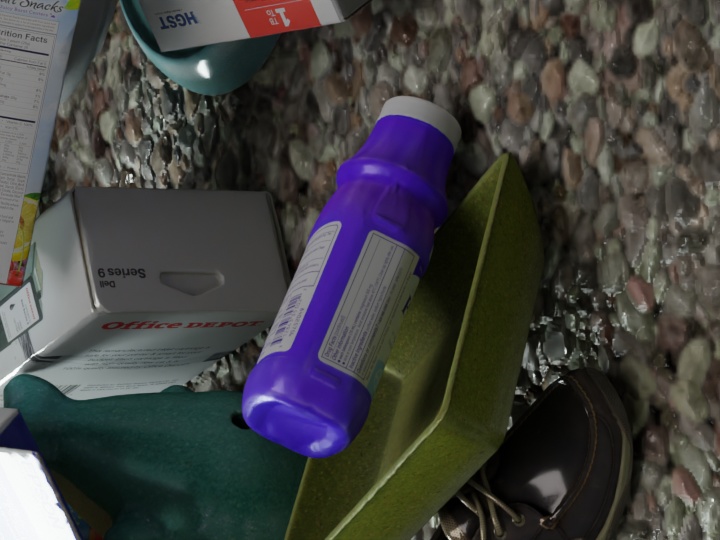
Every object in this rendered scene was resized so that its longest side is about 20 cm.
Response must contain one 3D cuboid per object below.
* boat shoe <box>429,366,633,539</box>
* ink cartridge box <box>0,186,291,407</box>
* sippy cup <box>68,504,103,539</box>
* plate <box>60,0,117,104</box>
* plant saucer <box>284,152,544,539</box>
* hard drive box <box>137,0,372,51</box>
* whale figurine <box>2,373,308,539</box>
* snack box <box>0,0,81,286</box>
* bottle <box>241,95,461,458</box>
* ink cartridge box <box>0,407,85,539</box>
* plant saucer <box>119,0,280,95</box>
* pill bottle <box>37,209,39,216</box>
[{"bbox_3d":[0.079,0.136,1.437,0.075,0.073,0.200,52,133,37],"label":"boat shoe"},{"bbox_3d":[-0.154,0.022,1.686,0.200,0.146,0.084,-33,64,50],"label":"ink cartridge box"},{"bbox_3d":[-0.155,0.176,1.716,0.178,0.130,0.140,-3,91,55],"label":"sippy cup"},{"bbox_3d":[-0.163,-0.222,1.672,0.200,0.032,0.200,122,152,-68],"label":"plate"},{"bbox_3d":[0.034,0.067,1.451,0.200,0.048,0.200,-51,17,44],"label":"plant saucer"},{"bbox_3d":[-0.079,-0.235,1.528,0.156,0.077,0.200,-6,117,44],"label":"hard drive box"},{"bbox_3d":[-0.120,0.110,1.613,0.159,0.200,0.104,-71,7,-53],"label":"whale figurine"},{"bbox_3d":[-0.211,-0.117,1.592,0.169,0.068,0.200,-108,28,-62],"label":"snack box"},{"bbox_3d":[0.000,0.000,1.466,0.200,0.065,0.084,-67,7,-25],"label":"bottle"},{"bbox_3d":[-0.196,0.166,1.581,0.200,0.047,0.198,2,124,44],"label":"ink cartridge box"},{"bbox_3d":[-0.105,-0.209,1.696,0.200,0.027,0.201,7,99,54],"label":"plant saucer"},{"bbox_3d":[-0.287,-0.064,1.888,0.112,0.112,0.200,-42,59,47],"label":"pill bottle"}]
